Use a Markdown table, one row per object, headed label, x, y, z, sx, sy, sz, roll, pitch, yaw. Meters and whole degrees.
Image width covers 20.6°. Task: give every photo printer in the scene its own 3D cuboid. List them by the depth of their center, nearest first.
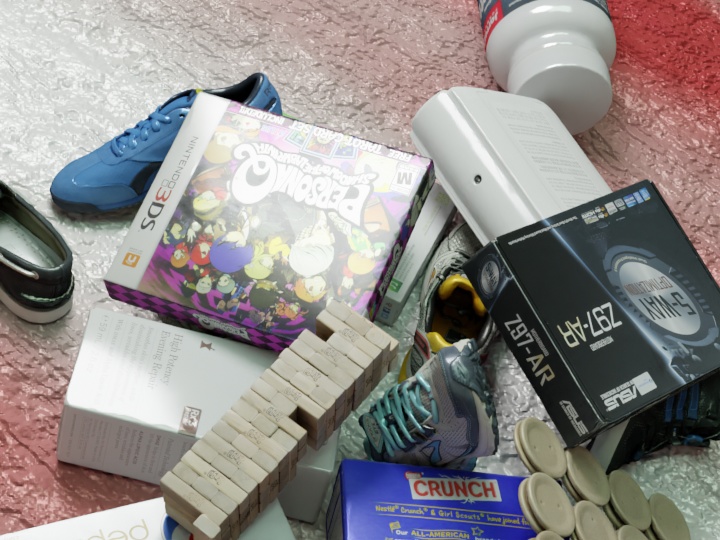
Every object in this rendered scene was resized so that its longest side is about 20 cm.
| label | x | y | z | sx | sy | sz | roll | pitch | yaw |
| --- | --- | --- | --- | --- | --- | --- | --- | --- | --- |
| photo printer | 0.147 | -0.056 | 1.636 | 0.166 | 0.069 | 0.200 | 2 | 49 | -53 |

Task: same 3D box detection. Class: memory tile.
| label | x | y | z | sx | sy | sz | roll | pitch | yaw |
| --- | --- | --- | --- | --- | --- | --- | --- | --- | --- |
| memory tile | 0.181 | 0.200 | 1.426 | 0.200 | 0.017 | 0.154 | 33 | 37 | -35 |

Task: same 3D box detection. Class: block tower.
| label | x | y | z | sx | sy | sz | roll | pitch | yaw |
| --- | --- | --- | --- | --- | --- | --- | --- | --- | --- |
| block tower | -0.056 | 0.106 | 1.359 | 0.058 | 0.054 | 0.200 | 34 | 65 | 17 |

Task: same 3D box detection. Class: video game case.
| label | x | y | z | sx | sy | sz | roll | pitch | yaw |
| --- | --- | --- | --- | --- | --- | --- | --- | --- | --- |
| video game case | -0.067 | -0.032 | 1.493 | 0.199 | 0.036 | 0.182 | 18 | 64 | 14 |

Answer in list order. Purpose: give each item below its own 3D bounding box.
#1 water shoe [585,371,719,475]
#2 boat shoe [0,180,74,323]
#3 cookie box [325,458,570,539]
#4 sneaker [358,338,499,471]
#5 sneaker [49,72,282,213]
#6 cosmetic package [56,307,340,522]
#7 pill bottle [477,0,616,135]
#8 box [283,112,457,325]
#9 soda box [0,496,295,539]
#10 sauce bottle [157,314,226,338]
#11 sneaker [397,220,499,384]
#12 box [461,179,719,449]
| label | x | y | z | sx | sy | sz | roll | pitch | yaw |
| --- | --- | --- | --- | --- | --- | --- | --- | --- | --- |
| water shoe | 0.251 | 0.109 | 1.559 | 0.079 | 0.072 | 0.200 | 38 | 50 | 14 |
| boat shoe | -0.291 | -0.045 | 1.540 | 0.200 | 0.060 | 0.076 | 38 | 50 | 17 |
| cookie box | 0.066 | 0.238 | 1.384 | 0.171 | 0.075 | 0.200 | 7 | 48 | -11 |
| sneaker | 0.046 | 0.111 | 1.421 | 0.086 | 0.200 | 0.078 | -10 | 68 | -10 |
| sneaker | -0.160 | -0.109 | 1.599 | 0.199 | 0.079 | 0.066 | -19 | 42 | -8 |
| cosmetic package | -0.115 | 0.105 | 1.452 | 0.199 | 0.074 | 0.102 | 13 | 47 | -4 |
| pill bottle | 0.169 | -0.223 | 1.797 | 0.119 | 0.120 | 0.200 | 5 | 48 | -12 |
| box | -0.033 | -0.051 | 1.642 | 0.200 | 0.036 | 0.144 | 26 | 47 | 6 |
| soda box | -0.147 | 0.203 | 1.361 | 0.199 | 0.064 | 0.068 | -11 | 55 | -24 |
| sauce bottle | -0.080 | -0.026 | 1.552 | 0.065 | 0.065 | 0.200 | 33 | 64 | 13 |
| sneaker | 0.087 | 0.025 | 1.575 | 0.078 | 0.082 | 0.200 | 16 | 43 | -1 |
| box | 0.190 | 0.028 | 1.501 | 0.200 | 0.044 | 0.161 | -20 | 75 | -42 |
